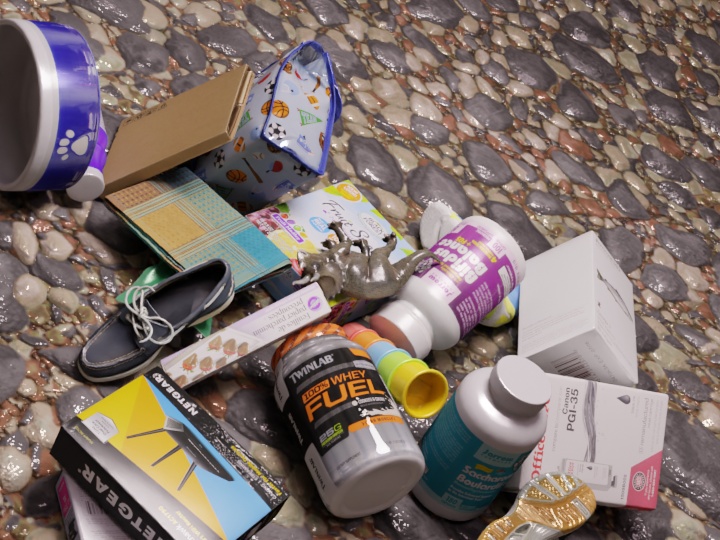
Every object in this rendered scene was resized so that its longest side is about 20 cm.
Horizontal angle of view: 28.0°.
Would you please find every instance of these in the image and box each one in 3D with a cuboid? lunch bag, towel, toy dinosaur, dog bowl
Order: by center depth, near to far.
[{"bbox_3d":[-0.386,-0.193,1.705,0.079,0.200,0.200,-2,48,-39],"label":"dog bowl"},{"bbox_3d":[-0.194,-0.044,1.735,0.200,0.022,0.146,40,39,20],"label":"towel"},{"bbox_3d":[0.000,0.000,1.759,0.199,0.077,0.103,11,58,-23],"label":"toy dinosaur"},{"bbox_3d":[-0.117,-0.186,1.860,0.124,0.170,0.201,33,47,-32],"label":"lunch bag"}]

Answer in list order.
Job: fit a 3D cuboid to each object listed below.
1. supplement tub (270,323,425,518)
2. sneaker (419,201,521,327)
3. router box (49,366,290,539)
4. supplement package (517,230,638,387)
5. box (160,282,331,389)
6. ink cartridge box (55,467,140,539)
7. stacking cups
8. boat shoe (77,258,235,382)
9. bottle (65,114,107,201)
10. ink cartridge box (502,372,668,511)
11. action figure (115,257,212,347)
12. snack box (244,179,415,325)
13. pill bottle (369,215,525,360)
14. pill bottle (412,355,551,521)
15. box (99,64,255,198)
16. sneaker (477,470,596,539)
[{"bbox_3d":[-0.020,0.165,1.620,0.122,0.123,0.200,-3,48,-36],"label":"supplement tub"},{"bbox_3d":[0.159,-0.006,1.981,0.105,0.076,0.200,2,52,-49],"label":"sneaker"},{"bbox_3d":[-0.190,0.205,1.458,0.200,0.051,0.149,41,39,13],"label":"router box"},{"bbox_3d":[0.286,0.067,1.907,0.117,0.117,0.200,48,30,-28],"label":"supplement package"},{"bbox_3d":[-0.129,0.076,1.626,0.199,0.041,0.039,-27,85,-11],"label":"box"},{"bbox_3d":[-0.221,0.283,1.423,0.119,0.042,0.200,4,43,-32],"label":"ink cartridge box"},{"bbox_3d":[0.027,0.114,1.703,0.060,0.061,0.200,4,13,-30],"label":"stacking cups"},{"bbox_3d":[-0.225,0.052,1.597,0.200,0.062,0.075,-28,69,-16],"label":"boat shoe"},{"bbox_3d":[-0.357,-0.171,1.802,0.083,0.065,0.200,29,31,-44],"label":"bottle"},{"bbox_3d":[0.261,0.205,1.742,0.199,0.083,0.147,11,83,-25],"label":"ink cartridge box"},{"bbox_3d":[-0.202,0.008,1.725,0.118,0.055,0.200,28,39,-2],"label":"action figure"},{"bbox_3d":[-0.039,-0.019,1.854,0.169,0.068,0.200,46,40,18],"label":"snack box"},{"bbox_3d":[0.107,0.029,1.826,0.112,0.112,0.200,42,63,14],"label":"pill bottle"},{"bbox_3d":[0.139,0.186,1.639,0.110,0.200,0.111,18,40,-16],"label":"pill bottle"},{"bbox_3d":[-0.232,-0.174,1.808,0.021,0.199,0.164,56,25,-30],"label":"box"},{"bbox_3d":[0.184,0.298,1.634,0.200,0.088,0.076,-26,64,-38],"label":"sneaker"}]
